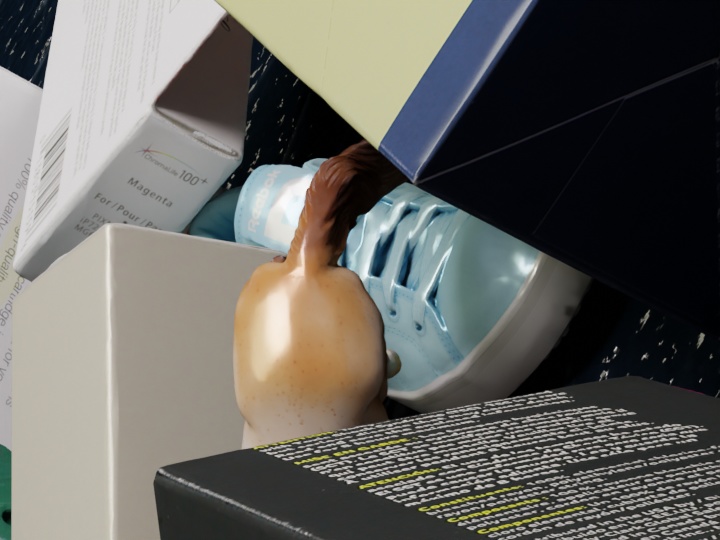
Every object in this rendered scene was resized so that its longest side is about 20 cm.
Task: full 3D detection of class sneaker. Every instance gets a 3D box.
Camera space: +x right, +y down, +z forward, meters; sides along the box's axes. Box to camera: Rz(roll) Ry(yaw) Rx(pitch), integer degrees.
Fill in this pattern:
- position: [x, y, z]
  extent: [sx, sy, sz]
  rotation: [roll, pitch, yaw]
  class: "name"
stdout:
- position: [0.000, 0.000, 0.964]
  extent: [0.200, 0.082, 0.074]
  rotation: [-10, 55, 62]
  class: "sneaker"

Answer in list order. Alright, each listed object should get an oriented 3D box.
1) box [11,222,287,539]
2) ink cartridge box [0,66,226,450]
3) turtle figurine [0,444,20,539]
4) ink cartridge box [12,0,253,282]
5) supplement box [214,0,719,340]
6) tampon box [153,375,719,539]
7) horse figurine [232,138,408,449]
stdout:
- position: [-0.064, 0.094, 0.926]
  extent: [0.082, 0.068, 0.201]
  rotation: [-32, 54, 55]
  class: "box"
- position: [-0.158, 0.001, 1.146]
  extent: [0.083, 0.199, 0.146]
  rotation: [-10, 54, 65]
  class: "ink cartridge box"
- position: [-0.124, 0.149, 1.036]
  extent: [0.149, 0.101, 0.201]
  rotation: [-20, -37, -49]
  class: "turtle figurine"
- position: [-0.055, -0.106, 1.076]
  extent: [0.174, 0.043, 0.201]
  rotation: [-46, 26, 32]
  class: "ink cartridge box"
- position: [0.061, -0.128, 0.846]
  extent: [0.200, 0.134, 0.200]
  rotation: [-56, 43, 10]
  class: "supplement box"
- position: [0.057, 0.113, 0.579]
  extent: [0.200, 0.126, 0.151]
  rotation: [-167, 70, -66]
  class: "tampon box"
- position: [-0.007, 0.054, 0.860]
  extent: [0.133, 0.050, 0.201]
  rotation: [35, -127, -83]
  class: "horse figurine"
